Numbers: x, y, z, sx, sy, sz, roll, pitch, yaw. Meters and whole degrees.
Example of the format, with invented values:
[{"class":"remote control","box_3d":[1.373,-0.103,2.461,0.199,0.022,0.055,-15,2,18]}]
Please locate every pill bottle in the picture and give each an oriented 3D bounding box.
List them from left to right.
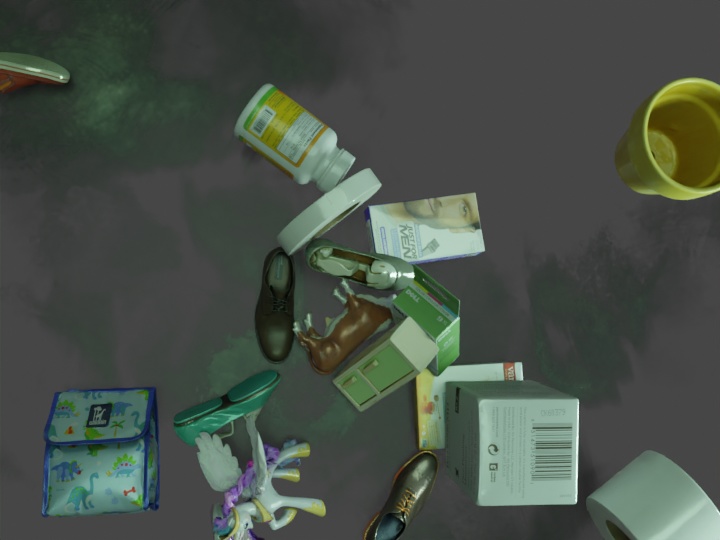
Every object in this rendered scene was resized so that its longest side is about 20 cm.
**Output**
[{"class":"pill bottle","box_3d":[-0.111,-0.222,1.368,0.199,0.111,0.112,36,81,-3]}]

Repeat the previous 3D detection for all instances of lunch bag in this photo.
[{"class":"lunch bag","box_3d":[-0.417,0.292,1.276,0.168,0.128,0.202,-2,71,-5]}]

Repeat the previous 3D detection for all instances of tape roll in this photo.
[{"class":"tape roll","box_3d":[-0.052,-0.098,1.317,0.202,0.203,0.037,-37,90,-9]},{"class":"tape roll","box_3d":[0.503,0.429,1.336,0.138,0.203,0.204,-34,89,-9]}]

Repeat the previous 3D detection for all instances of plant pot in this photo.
[{"class":"plant pot","box_3d":[0.557,-0.220,1.415,0.198,0.189,0.204,1,84,-8]}]

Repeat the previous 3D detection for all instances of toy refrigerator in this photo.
[{"class":"toy refrigerator","box_3d":[0.037,0.160,1.300,0.076,0.200,0.070,47,50,-1]}]

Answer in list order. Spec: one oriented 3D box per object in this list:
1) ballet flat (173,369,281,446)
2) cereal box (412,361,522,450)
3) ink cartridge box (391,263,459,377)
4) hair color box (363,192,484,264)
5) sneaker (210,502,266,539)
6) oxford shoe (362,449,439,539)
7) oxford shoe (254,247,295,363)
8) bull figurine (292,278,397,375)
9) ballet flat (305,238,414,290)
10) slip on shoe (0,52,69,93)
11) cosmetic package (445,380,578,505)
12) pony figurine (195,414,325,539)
[{"class":"ballet flat","box_3d":[-0.219,0.240,1.338,0.198,0.067,0.071,-25,112,-9]},{"class":"cereal box","box_3d":[0.193,0.239,1.395,0.197,0.040,0.146,-3,86,-8]},{"class":"ink cartridge box","box_3d":[0.109,0.087,1.307,0.059,0.201,0.104,-40,63,-17]},{"class":"hair color box","box_3d":[0.113,-0.070,1.406,0.197,0.065,0.111,-8,85,-10]},{"class":"sneaker","box_3d":[-0.196,0.483,1.305,0.087,0.080,0.203,-7,84,-16]},{"class":"oxford shoe","box_3d":[0.078,0.402,1.347,0.071,0.073,0.201,32,81,-3]},{"class":"oxford shoe","box_3d":[-0.146,0.059,1.349,0.072,0.084,0.203,0,86,-9]},{"class":"bull figurine","box_3d":[-0.021,0.089,1.372,0.200,0.065,0.122,-42,84,-14]},{"class":"ballet flat","box_3d":[0.000,0.000,1.330,0.198,0.064,0.068,16,112,-4]},{"class":"slip on shoe","box_3d":[-0.602,-0.335,1.346,0.197,0.074,0.062,1,119,-13]},{"class":"cosmetic package","box_3d":[0.240,0.273,1.279,0.163,0.200,0.167,1,89,-8]},{"class":"pony figurine","box_3d":[-0.164,0.337,1.271,0.199,0.166,0.195,-1,70,-46]}]
